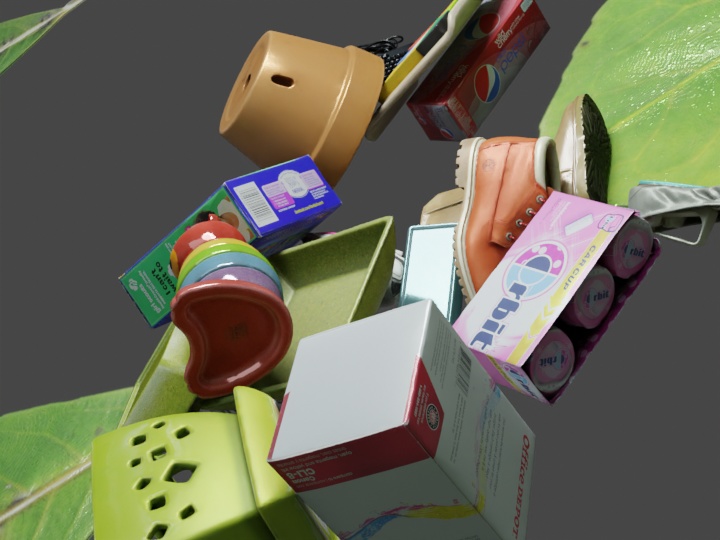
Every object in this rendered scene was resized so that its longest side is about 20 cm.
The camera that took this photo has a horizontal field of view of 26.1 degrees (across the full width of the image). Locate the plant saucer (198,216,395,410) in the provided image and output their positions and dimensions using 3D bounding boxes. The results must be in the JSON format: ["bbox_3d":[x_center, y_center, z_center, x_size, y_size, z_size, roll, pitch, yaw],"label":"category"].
[{"bbox_3d":[-0.052,0.056,1.557,0.199,0.048,0.201,-17,40,44],"label":"plant saucer"}]

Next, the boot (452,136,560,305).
[{"bbox_3d":[0.151,-0.042,1.556,0.106,0.075,0.202,-5,74,25],"label":"boot"}]

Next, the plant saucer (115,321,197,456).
[{"bbox_3d":[-0.204,0.119,1.636,0.201,0.048,0.200,-56,10,28],"label":"plant saucer"}]

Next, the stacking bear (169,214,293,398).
[{"bbox_3d":[-0.138,0.017,1.540,0.113,0.122,0.200,-13,30,-8],"label":"stacking bear"}]

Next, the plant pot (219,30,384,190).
[{"bbox_3d":[-0.078,-0.193,1.858,0.201,0.139,0.201,-56,18,30],"label":"plant pot"}]

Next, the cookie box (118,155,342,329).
[{"bbox_3d":[-0.145,-0.032,1.734,0.200,0.075,0.171,-39,-8,33],"label":"cookie box"}]

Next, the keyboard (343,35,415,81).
[{"bbox_3d":[-0.015,-0.260,2.025,0.199,0.040,0.105,-14,39,39],"label":"keyboard"}]

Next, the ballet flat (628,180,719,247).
[{"bbox_3d":[0.340,-0.053,1.462,0.199,0.067,0.064,0,75,43],"label":"ballet flat"}]

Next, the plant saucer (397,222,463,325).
[{"bbox_3d":[0.068,0.036,1.576,0.069,0.019,0.201,-3,57,19],"label":"plant saucer"}]

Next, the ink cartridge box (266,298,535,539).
[{"bbox_3d":[0.043,0.156,1.347,0.144,0.200,0.146,-19,37,29],"label":"ink cartridge box"}]

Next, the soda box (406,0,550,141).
[{"bbox_3d":[0.142,-0.245,1.858,0.070,0.064,0.200,8,54,47],"label":"soda box"}]

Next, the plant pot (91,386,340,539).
[{"bbox_3d":[-0.119,0.239,1.408,0.180,0.200,0.200,-26,34,4],"label":"plant pot"}]

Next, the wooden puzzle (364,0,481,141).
[{"bbox_3d":[0.080,-0.264,1.843,0.200,0.037,0.185,-51,3,38],"label":"wooden puzzle"}]

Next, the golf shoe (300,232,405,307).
[{"bbox_3d":[0.000,0.000,1.705,0.091,0.073,0.200,-13,20,-23],"label":"golf shoe"}]

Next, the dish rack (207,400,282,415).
[{"bbox_3d":[-0.108,0.156,1.616,0.153,0.055,0.201,-22,37,23],"label":"dish rack"}]

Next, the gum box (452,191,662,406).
[{"bbox_3d":[0.188,0.019,1.483,0.200,0.066,0.113,-53,35,-14],"label":"gum box"}]

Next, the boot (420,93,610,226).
[{"bbox_3d":[0.162,-0.095,1.657,0.199,0.066,0.176,-18,40,28],"label":"boot"}]
